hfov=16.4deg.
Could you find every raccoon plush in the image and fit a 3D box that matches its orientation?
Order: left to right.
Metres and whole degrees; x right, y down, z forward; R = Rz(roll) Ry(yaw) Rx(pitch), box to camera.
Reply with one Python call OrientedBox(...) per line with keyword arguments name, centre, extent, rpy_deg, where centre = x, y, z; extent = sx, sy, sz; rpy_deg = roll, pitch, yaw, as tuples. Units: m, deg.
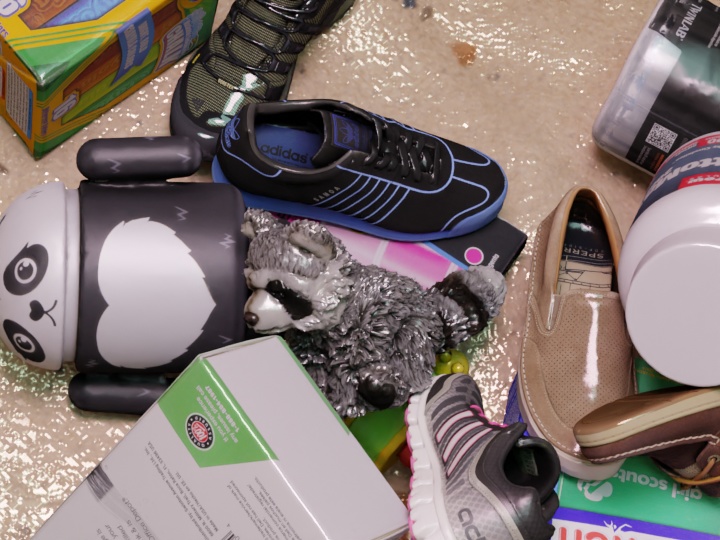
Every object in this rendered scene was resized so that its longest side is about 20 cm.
OrientedBox(name="raccoon plush", centre=(0.000, 0.000, 1.558), extent=(0.200, 0.096, 0.134), rpy_deg=(-41, 121, -50))

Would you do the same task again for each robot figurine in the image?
OrientedBox(name="robot figurine", centre=(-0.136, 0.005, 1.584), extent=(0.199, 0.125, 0.151), rpy_deg=(1, 68, -8))

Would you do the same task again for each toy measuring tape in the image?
OrientedBox(name="toy measuring tape", centre=(-0.003, 0.113, 1.590), extent=(0.200, 0.074, 0.074), rpy_deg=(-40, 79, -21))

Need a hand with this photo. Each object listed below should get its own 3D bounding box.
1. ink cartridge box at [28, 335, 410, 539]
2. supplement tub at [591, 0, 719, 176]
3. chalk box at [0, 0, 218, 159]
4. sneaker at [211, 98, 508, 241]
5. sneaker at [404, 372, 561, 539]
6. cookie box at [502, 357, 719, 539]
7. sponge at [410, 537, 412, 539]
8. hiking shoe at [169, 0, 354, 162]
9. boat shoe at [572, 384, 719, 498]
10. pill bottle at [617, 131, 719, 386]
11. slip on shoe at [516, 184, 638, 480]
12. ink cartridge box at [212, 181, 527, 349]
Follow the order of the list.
OrientedBox(name="ink cartridge box", centre=(-0.088, 0.158, 1.489), extent=(0.146, 0.200, 0.084), rpy_deg=(53, 33, 14))
OrientedBox(name="supplement tub", centre=(0.267, -0.095, 1.684), extent=(0.200, 0.123, 0.123), rpy_deg=(29, 67, 4))
OrientedBox(name="chalk box", centre=(-0.171, -0.194, 1.660), extent=(0.200, 0.125, 0.124), rpy_deg=(-37, 77, -18))
OrientedBox(name="sneaker", centre=(0.006, -0.069, 1.620), extent=(0.199, 0.078, 0.070), rpy_deg=(4, 65, -13))
OrientedBox(name="sneaker", centre=(0.077, 0.118, 1.492), extent=(0.087, 0.200, 0.074), rpy_deg=(-19, 113, 10))
OrientedBox(name="cookie box", centre=(0.168, 0.155, 1.571), extent=(0.170, 0.075, 0.201), rpy_deg=(14, 52, -2))
OrientedBox(name="sponge", centre=(0.050, 0.257, 1.561), extent=(0.111, 0.030, 0.200), rpy_deg=(26, 67, 2))
OrientedBox(name="hiking shoe", centre=(-0.068, -0.165, 1.672), extent=(0.076, 0.101, 0.200), rpy_deg=(26, 64, 13))
OrientedBox(name="boat shoe", centre=(0.217, 0.103, 1.525), extent=(0.199, 0.072, 0.072), rpy_deg=(-9, 89, -38))
OrientedBox(name="pill bottle", centre=(0.222, -0.006, 1.551), extent=(0.119, 0.120, 0.200), rpy_deg=(28, 23, 4))
OrientedBox(name="slip on shoe", centre=(0.140, 0.035, 1.570), extent=(0.076, 0.061, 0.201), rpy_deg=(9, 51, -4))
OrientedBox(name="ink cartridge box", centre=(0.004, -0.037, 1.672), extent=(0.200, 0.037, 0.095), rpy_deg=(32, 67, 7))
